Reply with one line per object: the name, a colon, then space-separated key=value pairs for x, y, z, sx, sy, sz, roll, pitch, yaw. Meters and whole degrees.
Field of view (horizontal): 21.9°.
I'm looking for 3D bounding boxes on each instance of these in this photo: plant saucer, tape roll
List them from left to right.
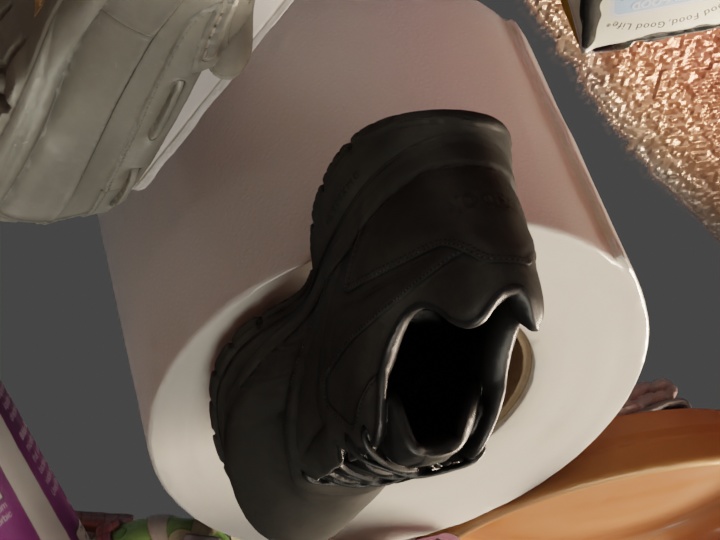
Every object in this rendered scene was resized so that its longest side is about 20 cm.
tape roll: x=0.000 y=0.000 z=0.754 sx=0.202 sy=0.139 sz=0.203 roll=-11 pitch=140 yaw=-10
plant saucer: x=0.117 y=0.112 z=0.871 sx=0.200 sy=0.038 sz=0.200 roll=-10 pitch=154 yaw=-5

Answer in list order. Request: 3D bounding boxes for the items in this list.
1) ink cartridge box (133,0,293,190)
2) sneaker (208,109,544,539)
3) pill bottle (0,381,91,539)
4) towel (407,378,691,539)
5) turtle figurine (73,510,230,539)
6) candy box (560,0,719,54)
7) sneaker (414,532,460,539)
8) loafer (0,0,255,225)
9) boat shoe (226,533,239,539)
ink cartridge box: x=-0.130 y=-0.121 z=0.607 sx=0.200 sy=0.084 sz=0.145 roll=18 pitch=129 yaw=-35
sneaker: x=0.003 y=0.041 z=0.624 sx=0.076 sy=0.091 sz=0.200 roll=-1 pitch=139 yaw=-23
pill bottle: x=-0.186 y=0.087 z=0.749 sx=0.112 sy=0.112 sz=0.200 roll=-25 pitch=104 yaw=8
towel: x=0.067 y=0.146 z=0.987 sx=0.200 sy=0.032 sz=0.191 roll=-12 pitch=143 yaw=-36
turtle figurine: x=-0.102 y=0.190 z=0.913 sx=0.200 sy=0.144 sz=0.194 roll=1 pitch=175 yaw=38
candy box: x=0.079 y=-0.187 z=0.571 sx=0.061 sy=0.137 sz=0.200 roll=-12 pitch=140 yaw=-5
sneaker: x=-0.009 y=0.178 z=0.829 sx=0.082 sy=0.070 sz=0.200 roll=-36 pitch=174 yaw=-36
loafer: x=-0.060 y=-0.088 z=0.557 sx=0.070 sy=0.070 sz=0.200 roll=9 pitch=139 yaw=-36
boat shoe: x=-0.014 y=0.104 z=0.935 sx=0.201 sy=0.063 sz=0.074 roll=16 pitch=110 yaw=-52
